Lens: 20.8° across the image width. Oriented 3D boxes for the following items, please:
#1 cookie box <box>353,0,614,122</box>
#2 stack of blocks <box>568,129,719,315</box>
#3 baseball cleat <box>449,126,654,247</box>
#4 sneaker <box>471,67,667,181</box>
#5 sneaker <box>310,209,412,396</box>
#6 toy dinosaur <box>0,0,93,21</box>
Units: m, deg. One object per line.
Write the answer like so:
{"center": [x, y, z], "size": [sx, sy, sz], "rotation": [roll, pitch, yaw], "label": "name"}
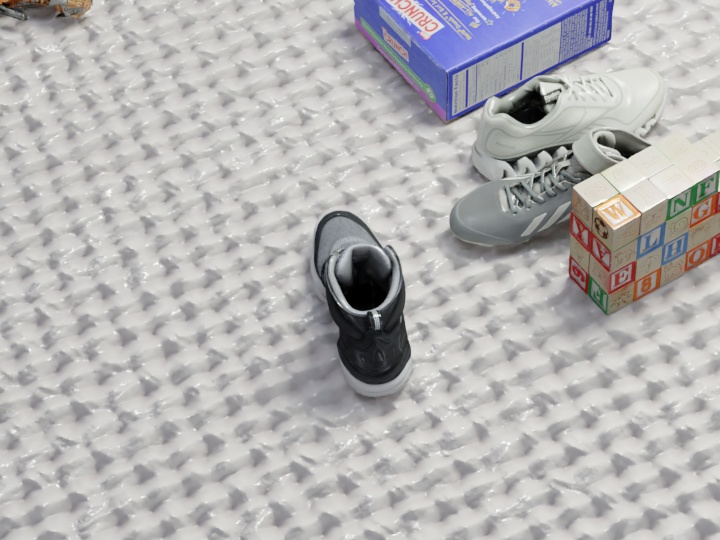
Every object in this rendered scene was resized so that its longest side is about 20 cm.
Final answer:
{"center": [0.118, -0.255, 1.900], "size": [0.199, 0.076, 0.171], "rotation": [-27, 53, -18], "label": "cookie box"}
{"center": [0.278, -0.059, 1.696], "size": [0.199, 0.116, 0.059], "rotation": [-27, 53, -19], "label": "stack of blocks"}
{"center": [0.173, -0.081, 1.728], "size": [0.198, 0.107, 0.070], "rotation": [-13, 55, -4], "label": "baseball cleat"}
{"center": [0.196, -0.148, 1.802], "size": [0.199, 0.081, 0.075], "rotation": [-22, 50, -15], "label": "sneaker"}
{"center": [0.000, 0.000, 1.667], "size": [0.075, 0.114, 0.201], "rotation": [-11, 50, -6], "label": "sneaker"}
{"center": [-0.351, -0.323, 1.988], "size": [0.199, 0.102, 0.136], "rotation": [28, 72, -1], "label": "toy dinosaur"}
